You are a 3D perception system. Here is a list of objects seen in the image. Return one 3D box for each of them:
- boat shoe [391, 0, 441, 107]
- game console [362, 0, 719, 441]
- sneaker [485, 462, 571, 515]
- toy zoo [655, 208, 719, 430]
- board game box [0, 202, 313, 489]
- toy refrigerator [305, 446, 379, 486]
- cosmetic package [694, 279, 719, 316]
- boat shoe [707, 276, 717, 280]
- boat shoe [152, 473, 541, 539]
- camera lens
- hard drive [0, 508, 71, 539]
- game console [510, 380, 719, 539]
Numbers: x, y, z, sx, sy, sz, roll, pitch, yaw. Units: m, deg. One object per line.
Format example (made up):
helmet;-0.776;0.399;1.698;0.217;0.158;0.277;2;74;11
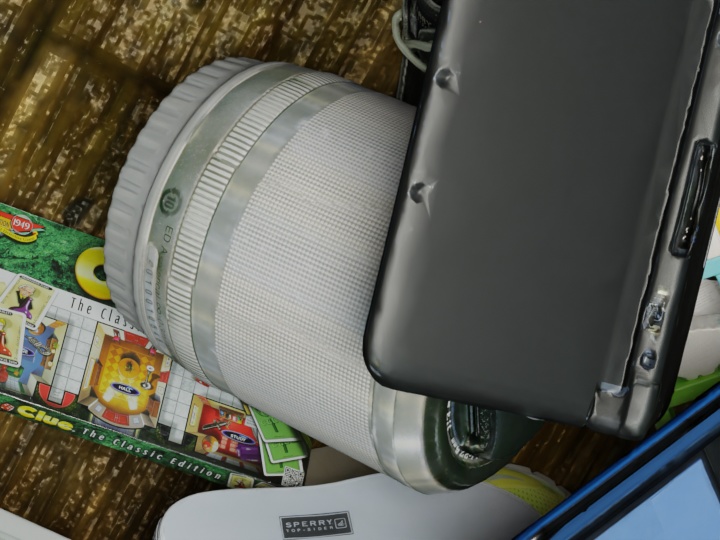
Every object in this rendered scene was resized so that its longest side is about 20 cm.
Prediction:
boat shoe;0.047;-0.124;1.003;0.063;0.071;0.201;0;122;-40
game console;0.092;-0.040;0.871;0.115;0.176;0.202;14;93;13
sneaker;0.115;0.186;1.111;0.078;0.090;0.200;-40;106;5
toy zoo;0.178;-0.006;0.989;0.130;0.021;0.201;-19;113;14
board game box;-0.114;0.041;1.035;0.199;0.105;0.023;20;143;-14
toy refrigerator;-0.005;0.201;1.104;0.069;0.076;0.202;-10;107;-6
cosmetic package;0.217;-0.012;1.081;0.199;0.051;0.083;-27;86;-1
boat shoe;0.152;-0.094;1.036;0.074;0.076;0.201;-32;92;-9
boat shoe;-0.005;0.148;1.018;0.198;0.070;0.067;-2;141;-12
camera lens;0.000;0.000;0.960;0.199;0.160;0.161;24;104;27
hard drive;-0.152;0.184;1.027;0.199;0.026;0.133;20;132;16
game console;0.143;0.132;0.929;0.199;0.118;0.172;-33;108;-21
